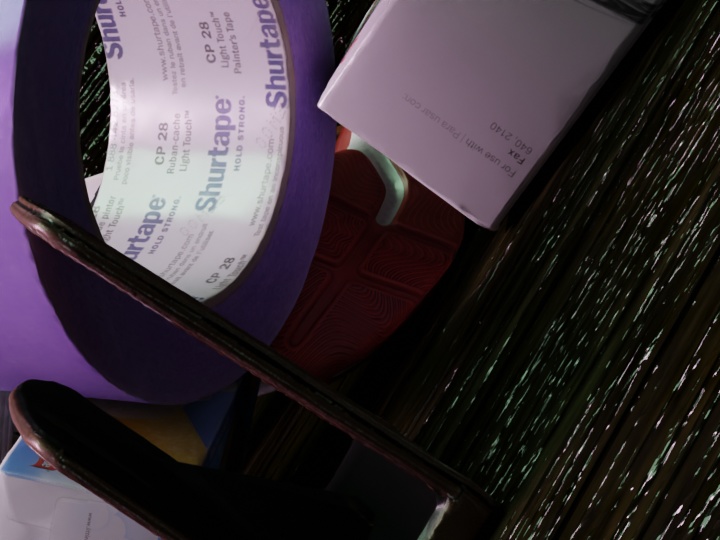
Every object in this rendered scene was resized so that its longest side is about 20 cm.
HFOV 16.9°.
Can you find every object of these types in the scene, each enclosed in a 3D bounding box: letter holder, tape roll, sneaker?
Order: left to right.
[{"bbox_3d":[-0.093,-0.055,0.851,0.085,0.200,0.200,4,45,30],"label":"tape roll"},{"bbox_3d":[-0.061,0.056,0.673,0.101,0.142,0.200,-56,5,-3],"label":"letter holder"},{"bbox_3d":[0.000,0.000,1.002,0.116,0.078,0.200,106,-169,-47],"label":"sneaker"}]

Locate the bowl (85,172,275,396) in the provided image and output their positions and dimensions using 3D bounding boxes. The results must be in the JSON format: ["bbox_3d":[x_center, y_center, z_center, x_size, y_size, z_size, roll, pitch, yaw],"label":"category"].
[{"bbox_3d":[-0.115,0.025,1.167,0.199,0.075,0.200,-17,-18,14],"label":"bowl"}]

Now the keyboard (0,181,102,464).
[{"bbox_3d":[-0.109,0.009,0.994,0.127,0.021,0.200,110,-176,-46],"label":"keyboard"}]

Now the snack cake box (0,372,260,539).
[{"bbox_3d":[-0.089,0.095,0.920,0.200,0.067,0.116,-69,-10,-70],"label":"snack cake box"}]

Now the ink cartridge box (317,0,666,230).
[{"bbox_3d":[0.079,-0.133,0.897,0.200,0.086,0.147,-53,6,20],"label":"ink cartridge box"}]

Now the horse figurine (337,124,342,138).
[{"bbox_3d":[-0.026,-0.025,1.320,0.132,0.050,0.200,-38,-14,-33],"label":"horse figurine"}]
